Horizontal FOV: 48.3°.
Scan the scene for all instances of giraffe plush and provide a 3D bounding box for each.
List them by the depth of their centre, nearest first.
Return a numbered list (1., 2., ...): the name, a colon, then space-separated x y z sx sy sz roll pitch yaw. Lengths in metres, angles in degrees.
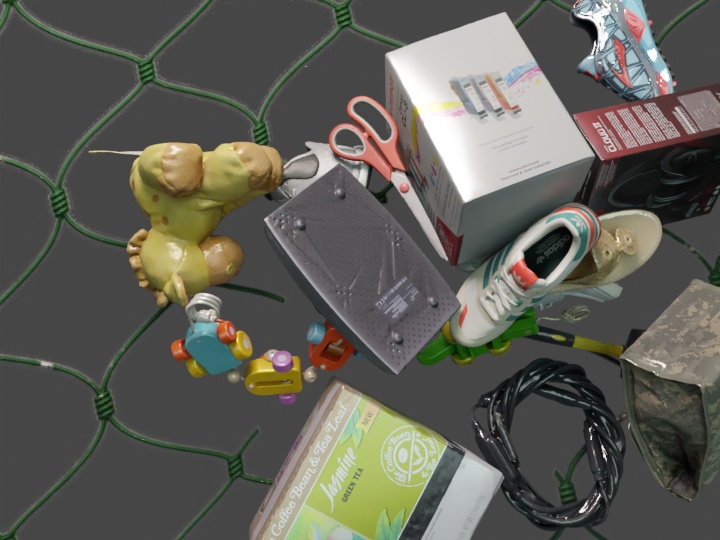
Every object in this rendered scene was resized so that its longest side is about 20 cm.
1. giraffe plush: -0.180 -0.046 0.841 0.199 0.173 0.163 -1 95 6

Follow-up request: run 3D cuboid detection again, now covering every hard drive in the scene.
1. hard drive: 0.000 0.000 0.823 0.200 0.042 0.135 49 53 -2

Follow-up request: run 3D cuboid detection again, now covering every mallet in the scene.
1. mallet: 0.257 0.095 0.952 0.199 0.041 0.066 6 89 -2

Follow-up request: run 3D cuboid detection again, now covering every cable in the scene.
1. cable: 0.229 0.205 0.937 0.163 0.051 0.200 -33 89 -13

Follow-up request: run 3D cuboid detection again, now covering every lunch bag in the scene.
1. lunch bag: 0.383 0.140 0.900 0.164 0.117 0.200 -37 125 -27

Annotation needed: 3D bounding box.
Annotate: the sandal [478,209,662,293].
1. sandal: 0.235 -0.008 0.864 0.211 0.070 0.078 -15 100 2

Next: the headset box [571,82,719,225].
1. headset box: 0.312 -0.115 0.906 0.199 0.149 0.077 -14 55 -10

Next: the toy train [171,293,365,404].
1. toy train: -0.097 0.071 0.862 0.200 0.056 0.150 17 128 -18

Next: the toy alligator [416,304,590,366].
1. toy alligator: 0.157 0.059 0.918 0.199 0.059 0.054 -19 47 8

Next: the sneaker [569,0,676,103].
1. sneaker: 0.310 -0.241 0.966 0.095 0.079 0.201 -18 82 5

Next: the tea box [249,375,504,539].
1. tea box: 0.010 0.248 0.856 0.196 0.134 0.200 28 84 -4

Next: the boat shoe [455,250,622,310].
1. boat shoe: 0.204 0.006 0.938 0.200 0.070 0.072 20 103 -7

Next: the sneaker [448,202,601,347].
1. sneaker: 0.155 0.008 0.818 0.200 0.093 0.070 -44 79 22

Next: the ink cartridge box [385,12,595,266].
1. ink cartridge box: 0.126 -0.139 0.860 0.144 0.145 0.200 -20 66 -7

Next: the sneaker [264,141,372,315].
1. sneaker: -0.058 -0.053 0.903 0.115 0.075 0.201 12 75 -2

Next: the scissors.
1. scissors: 0.046 -0.104 0.868 0.073 0.014 0.200 -45 80 5
